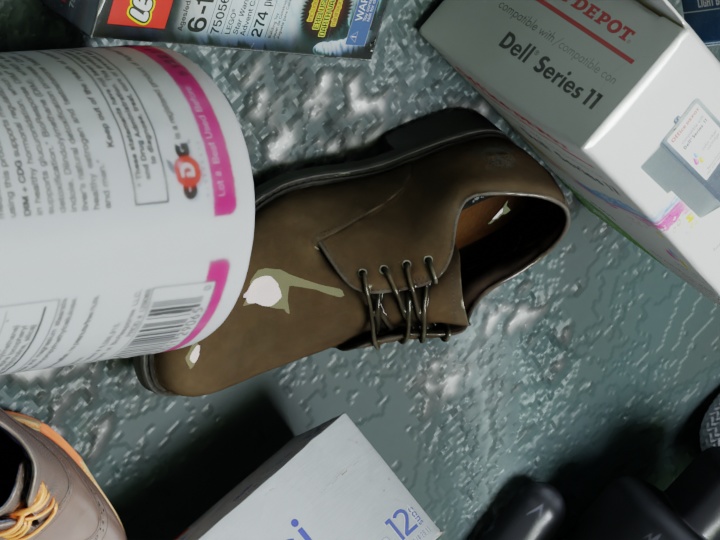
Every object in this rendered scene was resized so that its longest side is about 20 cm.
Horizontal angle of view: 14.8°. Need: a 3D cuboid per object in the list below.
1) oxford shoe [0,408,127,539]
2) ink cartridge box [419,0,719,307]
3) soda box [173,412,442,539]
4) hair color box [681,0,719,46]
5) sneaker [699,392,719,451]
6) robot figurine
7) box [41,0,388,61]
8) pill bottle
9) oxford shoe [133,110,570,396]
[{"bbox_3d":[-0.144,0.087,1.053,0.071,0.073,0.200,-52,137,-4],"label":"oxford shoe"},{"bbox_3d":[0.104,-0.070,1.141,0.067,0.117,0.200,-49,136,-1],"label":"ink cartridge box"},{"bbox_3d":[-0.065,0.147,1.132,0.200,0.063,0.068,-41,94,-24],"label":"soda box"},{"bbox_3d":[0.170,-0.197,1.109,0.100,0.061,0.200,-14,98,-35],"label":"hair color box"},{"bbox_3d":[0.260,0.081,1.403,0.200,0.075,0.114,-27,131,-19],"label":"sneaker"},{"bbox_3d":[0.130,0.179,1.302,0.200,0.150,0.125,-50,146,4],"label":"robot figurine"},{"bbox_3d":[-0.029,-0.179,1.017,0.137,0.040,0.200,1,114,-40],"label":"box"},{"bbox_3d":[-0.147,-0.018,0.959,0.200,0.113,0.113,-7,119,-38],"label":"pill bottle"},{"bbox_3d":[0.000,0.000,1.120,0.200,0.084,0.073,-29,133,-23],"label":"oxford shoe"}]
